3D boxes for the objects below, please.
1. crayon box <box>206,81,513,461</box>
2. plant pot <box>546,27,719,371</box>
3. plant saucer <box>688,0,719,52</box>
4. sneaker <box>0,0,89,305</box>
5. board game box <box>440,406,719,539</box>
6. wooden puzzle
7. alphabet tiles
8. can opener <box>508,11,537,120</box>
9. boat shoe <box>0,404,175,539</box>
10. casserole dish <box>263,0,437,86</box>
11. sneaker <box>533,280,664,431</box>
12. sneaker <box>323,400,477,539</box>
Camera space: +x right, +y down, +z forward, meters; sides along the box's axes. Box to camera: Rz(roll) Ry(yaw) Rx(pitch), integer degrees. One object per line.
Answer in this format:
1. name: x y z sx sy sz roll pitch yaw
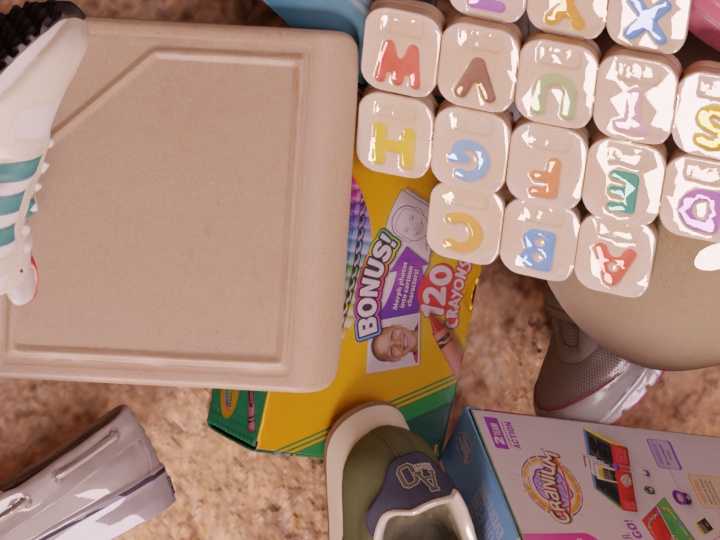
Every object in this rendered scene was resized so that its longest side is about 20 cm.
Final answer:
1. crayon box: 0.000 0.000 1.454 0.119 0.058 0.200 8 97 -33
2. plant pot: 0.205 -0.049 1.446 0.200 0.134 0.201 3 84 -32
3. plant saucer: 0.198 -0.164 1.390 0.200 0.201 0.051 14 130 -33
4. sneaker: -0.181 -0.037 1.312 0.093 0.070 0.200 37 95 -27
5. board game box: 0.157 0.147 1.464 0.200 0.153 0.040 8 127 -23
6. wooden puzzle: -0.104 -0.034 1.370 0.200 0.037 0.185 2 101 -9
7. alphabet tiles: 0.096 -0.075 1.358 0.015 0.200 0.196 -65 164 -52
8. can opener: 0.093 -0.172 1.486 0.066 0.053 0.200 -35 125 -60
9. boat shoe: -0.190 0.129 1.363 0.200 0.072 0.066 -25 95 -17
10. casserole dish: -0.019 -0.182 1.380 0.200 0.039 0.121 41 46 -31
11. sneaker: 0.133 -0.005 1.529 0.088 0.081 0.200 25 79 -32
12. sneaker: 0.027 0.173 1.439 0.067 0.090 0.200 -19 122 -20
